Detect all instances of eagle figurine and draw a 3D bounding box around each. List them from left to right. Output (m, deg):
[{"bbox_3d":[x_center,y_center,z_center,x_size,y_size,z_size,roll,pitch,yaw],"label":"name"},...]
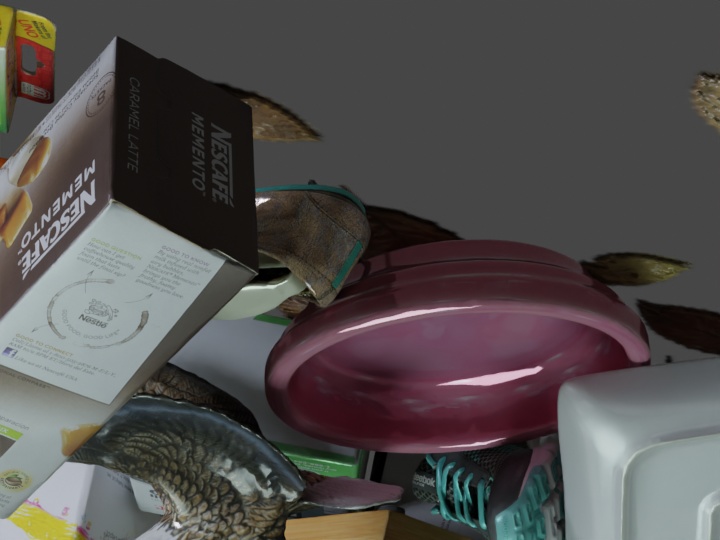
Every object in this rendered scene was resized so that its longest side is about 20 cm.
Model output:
[{"bbox_3d":[-0.091,0.109,1.204,0.151,0.151,0.200,-22,108,35],"label":"eagle figurine"}]

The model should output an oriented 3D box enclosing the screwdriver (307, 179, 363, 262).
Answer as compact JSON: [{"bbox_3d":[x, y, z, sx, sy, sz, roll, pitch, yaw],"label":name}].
[{"bbox_3d":[0.000,0.000,1.212,0.029,0.028,0.200,31,166,35],"label":"screwdriver"}]

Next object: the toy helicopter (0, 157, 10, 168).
[{"bbox_3d":[-0.257,-0.024,1.199,0.132,0.079,0.200,14,172,-27],"label":"toy helicopter"}]

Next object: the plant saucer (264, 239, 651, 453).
[{"bbox_3d":[0.049,0.038,1.191,0.200,0.051,0.201,-3,154,-2],"label":"plant saucer"}]

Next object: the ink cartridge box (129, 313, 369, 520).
[{"bbox_3d":[-0.065,0.096,1.391,0.145,0.084,0.200,10,160,3],"label":"ink cartridge box"}]

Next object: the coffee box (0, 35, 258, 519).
[{"bbox_3d":[-0.137,0.006,1.046,0.080,0.115,0.200,27,127,-29],"label":"coffee box"}]

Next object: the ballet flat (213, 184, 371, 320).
[{"bbox_3d":[-0.089,-0.007,1.154,0.199,0.067,0.068,-2,150,36],"label":"ballet flat"}]

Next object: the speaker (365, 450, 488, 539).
[{"bbox_3d":[0.104,0.141,1.435,0.199,0.081,0.081,12,159,-4],"label":"speaker"}]

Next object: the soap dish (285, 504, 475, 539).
[{"bbox_3d":[0.029,0.207,1.409,0.200,0.082,0.157,23,156,-37],"label":"soap dish"}]

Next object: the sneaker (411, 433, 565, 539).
[{"bbox_3d":[0.074,0.127,1.305,0.091,0.078,0.200,-4,-173,7],"label":"sneaker"}]

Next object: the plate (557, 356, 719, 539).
[{"bbox_3d":[0.207,0.128,1.221,0.199,0.032,0.200,-8,127,-2],"label":"plate"}]

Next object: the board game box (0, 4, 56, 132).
[{"bbox_3d":[-0.238,-0.107,1.038,0.199,0.030,0.096,10,160,-5],"label":"board game box"}]

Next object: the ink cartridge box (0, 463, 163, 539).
[{"bbox_3d":[-0.211,0.176,1.504,0.146,0.201,0.147,1,157,23],"label":"ink cartridge box"}]
